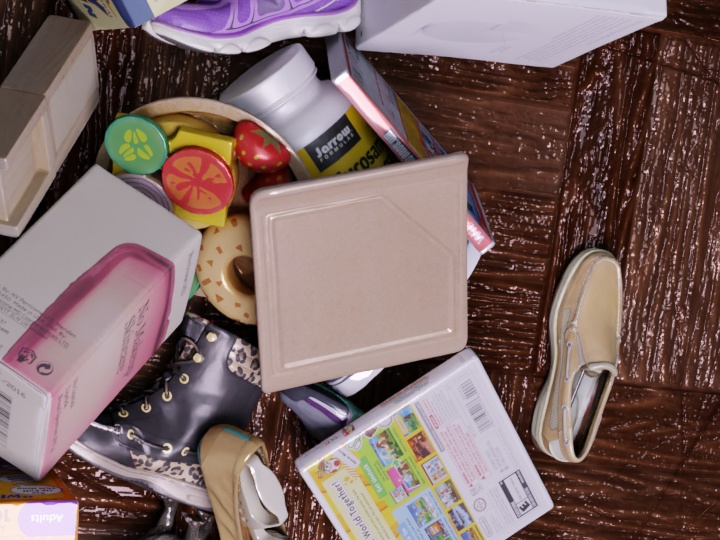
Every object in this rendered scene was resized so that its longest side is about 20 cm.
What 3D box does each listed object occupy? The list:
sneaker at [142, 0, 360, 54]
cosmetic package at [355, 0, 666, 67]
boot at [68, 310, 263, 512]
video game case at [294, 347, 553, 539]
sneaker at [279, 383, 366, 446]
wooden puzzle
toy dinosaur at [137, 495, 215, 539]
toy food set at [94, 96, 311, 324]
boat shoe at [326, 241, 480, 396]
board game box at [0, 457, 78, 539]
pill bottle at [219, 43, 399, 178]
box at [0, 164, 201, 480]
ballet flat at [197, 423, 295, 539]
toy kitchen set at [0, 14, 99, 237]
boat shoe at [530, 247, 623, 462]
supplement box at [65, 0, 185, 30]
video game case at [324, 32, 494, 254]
[{"bbox_3d":[-0.093,-0.231,1.405,0.199,0.080,0.084,-17,113,-30],"label":"sneaker"},{"bbox_3d":[0.122,-0.256,1.414,0.199,0.199,0.124,4,83,-22],"label":"cosmetic package"},{"bbox_3d":[-0.171,0.105,1.424,0.199,0.073,0.151,28,88,-26],"label":"boot"},{"bbox_3d":[0.060,0.189,1.490,0.181,0.023,0.201,-32,125,-5],"label":"video game case"},{"bbox_3d":[-0.005,0.174,1.500,0.200,0.074,0.088,35,89,-22],"label":"sneaker"},{"bbox_3d":[0.000,0.000,1.380,0.184,0.037,0.201,-11,124,-17],"label":"wooden puzzle"},{"bbox_3d":[-0.154,0.258,1.459,0.200,0.077,0.103,30,88,-54],"label":"toy dinosaur"},{"bbox_3d":[-0.132,-0.051,1.383,0.197,0.049,0.201,12,127,6],"label":"toy food set"},{"bbox_3d":[0.029,0.017,1.496,0.200,0.072,0.068,-46,112,-2],"label":"boat shoe"},{"bbox_3d":[-0.339,0.254,1.310,0.199,0.200,0.201,1,96,-20],"label":"board game box"},{"bbox_3d":[-0.031,-0.087,1.432,0.112,0.112,0.200,-39,109,-12],"label":"pill bottle"},{"bbox_3d":[-0.227,0.039,1.309,0.109,0.128,0.200,32,52,10],"label":"box"},{"bbox_3d":[-0.086,0.222,1.426,0.069,0.063,0.201,-45,128,-43],"label":"ballet flat"},{"bbox_3d":[-0.332,-0.099,1.349,0.199,0.181,0.164,12,136,10],"label":"toy kitchen set"},{"bbox_3d":[0.216,0.081,1.569,0.071,0.076,0.202,7,94,-21],"label":"boat shoe"},{"bbox_3d":[-0.145,-0.291,1.314,0.199,0.200,0.135,-31,106,-15],"label":"supplement box"},{"bbox_3d":[0.041,-0.114,1.443,0.017,0.143,0.200,-38,110,12],"label":"video game case"}]
